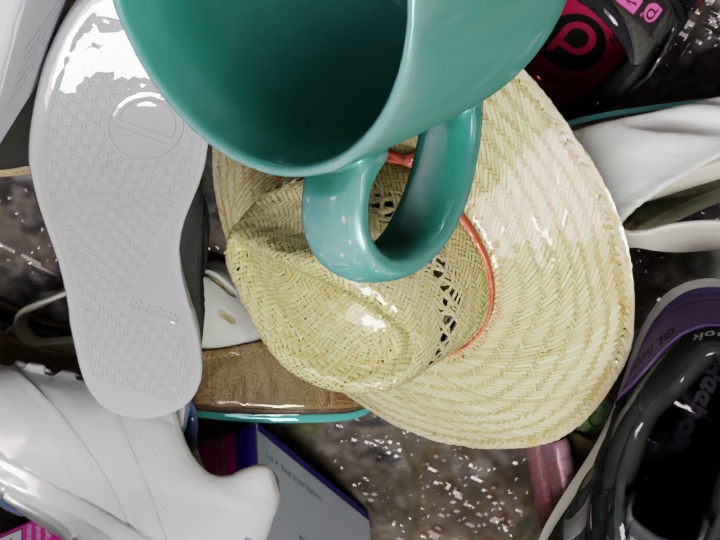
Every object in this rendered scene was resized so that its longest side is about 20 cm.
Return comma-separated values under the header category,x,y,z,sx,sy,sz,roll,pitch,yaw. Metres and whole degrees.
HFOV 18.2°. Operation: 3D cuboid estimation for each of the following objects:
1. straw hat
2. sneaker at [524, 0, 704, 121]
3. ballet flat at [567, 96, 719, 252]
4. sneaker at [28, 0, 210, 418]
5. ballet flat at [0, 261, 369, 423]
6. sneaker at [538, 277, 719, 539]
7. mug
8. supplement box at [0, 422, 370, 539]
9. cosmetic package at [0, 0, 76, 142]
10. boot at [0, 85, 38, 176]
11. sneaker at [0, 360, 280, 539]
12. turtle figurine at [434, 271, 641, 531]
category,x,y,z,sx,sy,sz,roll,pitch,yaw
straw hat,0.000,0.000,0.860,0.200,0.085,0.202,18,124,29
sneaker,0.118,-0.123,0.879,0.077,0.084,0.200,29,120,-8
ballet flat,0.166,-0.046,0.893,0.199,0.069,0.070,-17,117,-5
sneaker,-0.097,-0.046,0.923,0.070,0.099,0.201,-4,126,-5
ballet flat,-0.091,0.033,1.026,0.199,0.068,0.073,-1,100,15
sneaker,0.104,0.104,0.853,0.075,0.088,0.201,16,108,8
mug,-0.003,-0.109,0.781,0.152,0.114,0.186,38,133,26
supplement box,-0.102,0.168,1.058,0.199,0.104,0.101,-24,138,23
cosmetic package,-0.146,-0.174,0.830,0.122,0.200,0.201,20,120,-2
boot,-0.184,-0.060,0.927,0.199,0.138,0.078,-11,104,7
sneaker,-0.119,0.078,0.980,0.200,0.075,0.087,33,83,16
turtle figurine,0.121,0.039,0.956,0.194,0.144,0.200,36,107,8
